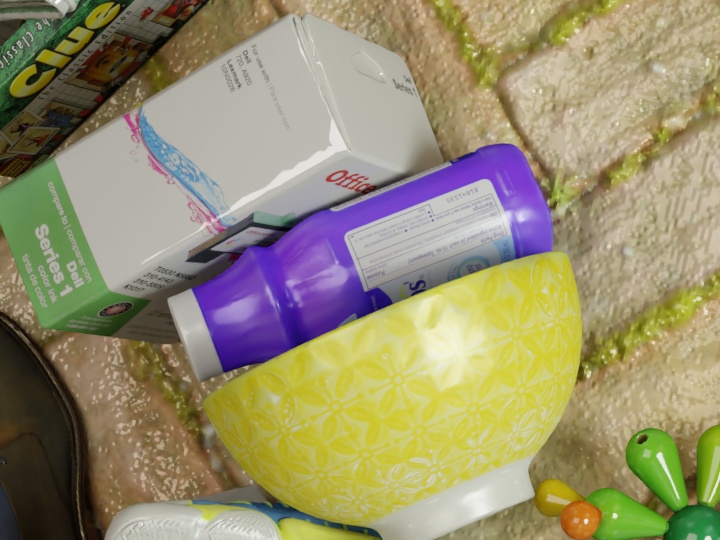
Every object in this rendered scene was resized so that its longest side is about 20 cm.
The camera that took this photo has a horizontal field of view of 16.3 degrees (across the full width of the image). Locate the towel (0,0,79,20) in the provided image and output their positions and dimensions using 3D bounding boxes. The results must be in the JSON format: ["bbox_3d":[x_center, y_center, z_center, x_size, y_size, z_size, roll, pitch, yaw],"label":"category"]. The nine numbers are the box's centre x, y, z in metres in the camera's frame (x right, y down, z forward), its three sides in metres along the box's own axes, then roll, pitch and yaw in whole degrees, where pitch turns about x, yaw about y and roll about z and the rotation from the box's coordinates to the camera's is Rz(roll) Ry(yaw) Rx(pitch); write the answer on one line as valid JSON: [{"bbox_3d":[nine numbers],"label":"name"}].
[{"bbox_3d":[-0.136,-0.217,1.380,0.201,0.031,0.149,-55,28,-16],"label":"towel"}]

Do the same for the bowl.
[{"bbox_3d":[0.032,0.078,1.259,0.199,0.200,0.108,-25,82,20],"label":"bowl"}]

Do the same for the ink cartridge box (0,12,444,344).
[{"bbox_3d":[-0.070,-0.044,1.341,0.199,0.145,0.084,-29,74,19],"label":"ink cartridge box"}]

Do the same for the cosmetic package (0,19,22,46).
[{"bbox_3d":[-0.277,-0.113,1.477,0.107,0.085,0.201,21,94,25],"label":"cosmetic package"}]

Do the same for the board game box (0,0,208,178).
[{"bbox_3d":[-0.153,-0.128,1.410,0.200,0.105,0.024,-42,68,16],"label":"board game box"}]

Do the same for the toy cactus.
[{"bbox_3d":[0.179,0.152,1.244,0.199,0.102,0.166,-28,84,11],"label":"toy cactus"}]

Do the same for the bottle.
[{"bbox_3d":[0.000,0.000,1.301,0.199,0.084,0.066,-21,70,-6],"label":"bottle"}]

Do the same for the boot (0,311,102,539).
[{"bbox_3d":[-0.205,0.110,1.413,0.074,0.097,0.201,-27,75,20],"label":"boot"}]

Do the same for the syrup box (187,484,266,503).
[{"bbox_3d":[-0.054,0.220,1.334,0.081,0.078,0.201,-44,68,34],"label":"syrup box"}]

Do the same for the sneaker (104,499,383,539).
[{"bbox_3d":[-0.040,0.152,1.302,0.199,0.105,0.076,19,106,-15],"label":"sneaker"}]
